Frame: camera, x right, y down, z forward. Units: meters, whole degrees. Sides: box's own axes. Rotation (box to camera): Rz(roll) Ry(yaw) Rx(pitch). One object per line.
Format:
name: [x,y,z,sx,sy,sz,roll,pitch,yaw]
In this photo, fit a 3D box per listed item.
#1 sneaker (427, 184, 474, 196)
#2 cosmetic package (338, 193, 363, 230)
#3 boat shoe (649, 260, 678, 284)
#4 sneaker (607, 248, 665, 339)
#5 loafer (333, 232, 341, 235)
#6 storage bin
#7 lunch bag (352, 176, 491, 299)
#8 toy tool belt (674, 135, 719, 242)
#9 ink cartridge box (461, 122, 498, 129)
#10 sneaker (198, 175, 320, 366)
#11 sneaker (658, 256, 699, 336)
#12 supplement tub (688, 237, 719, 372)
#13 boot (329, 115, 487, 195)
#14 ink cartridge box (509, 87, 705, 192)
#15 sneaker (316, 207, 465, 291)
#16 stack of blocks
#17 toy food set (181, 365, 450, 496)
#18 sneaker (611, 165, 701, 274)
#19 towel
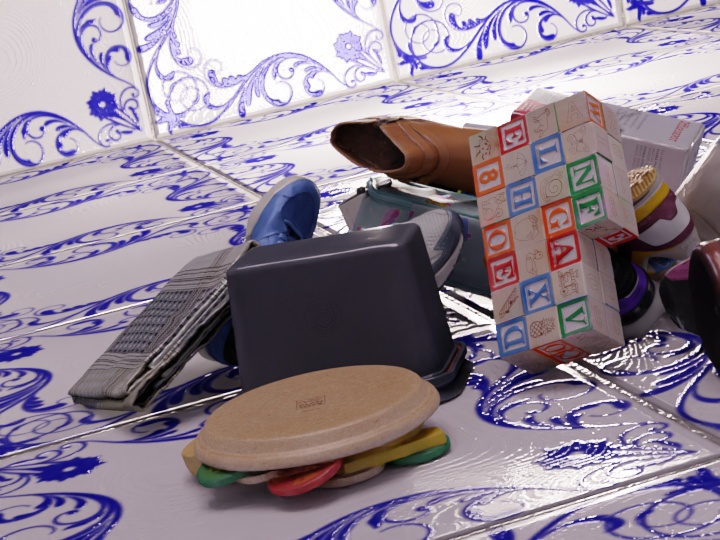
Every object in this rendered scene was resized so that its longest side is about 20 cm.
sneaker: [0.123,-0.061,1.933,0.199,0.066,0.078,15,-28,-19]
cosmetic package: [0.077,-0.064,2.040,0.073,0.104,0.199,-24,0,41]
boat shoe: [0.247,-0.009,1.733,0.071,0.065,0.200,-14,12,-7]
sneaker: [0.170,-0.001,1.644,0.199,0.099,0.070,6,63,56]
loafer: [-0.007,0.025,1.824,0.068,0.076,0.200,-40,20,-1]
storage bin: [-0.015,0.039,1.605,0.198,0.135,0.146,-8,12,15]
lunch bag: [0.086,-0.035,1.818,0.198,0.078,0.160,16,11,-4]
toy tool belt: [0.360,-0.069,1.715,0.200,0.123,0.125,-49,-5,-39]
ink cartridge box: [0.215,-0.093,1.925,0.199,0.050,0.161,8,-14,32]
sneaker: [-0.072,0.004,1.798,0.111,0.077,0.201,12,65,51]
sneaker: [0.339,0.015,1.553,0.198,0.081,0.086,-5,-1,-5]
supplement tub: [0.356,0.010,1.439,0.198,0.108,0.107,-12,12,-3]
boot: [0.082,-0.102,1.760,0.199,0.074,0.154,9,4,30]
ink cartridge box: [0.268,-0.131,2.096,0.198,0.084,0.145,14,19,13]
sneaker: [0.000,0.000,1.689,0.199,0.086,0.078,-33,38,6]
stack of blocks: [0.162,-0.030,1.551,0.115,0.202,0.058,-20,-27,29]
toy food set: [-0.034,0.122,1.446,0.198,0.049,0.198,-15,12,-15]
sneaker: [0.228,-0.033,1.664,0.075,0.090,0.200,-41,9,-10]
towel: [-0.174,0.050,1.725,0.193,0.035,0.200,-46,17,-20]
